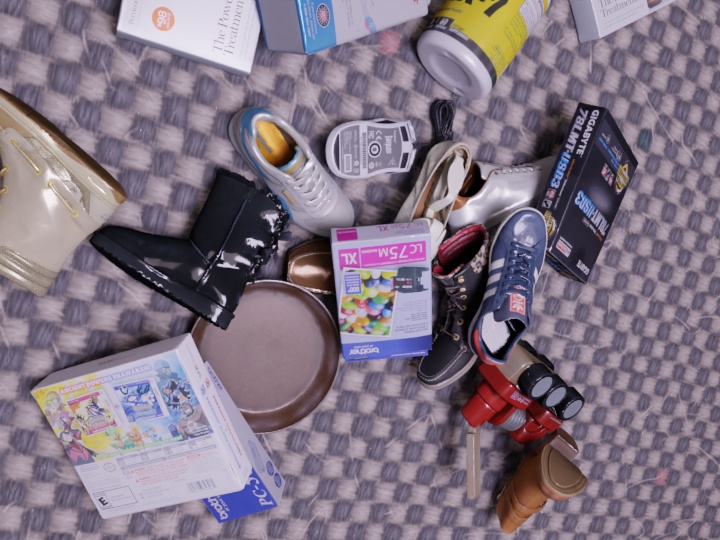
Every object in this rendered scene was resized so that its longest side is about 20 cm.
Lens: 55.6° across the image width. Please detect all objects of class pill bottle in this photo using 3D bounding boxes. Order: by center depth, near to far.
[{"bbox_3d":[0.169,-0.332,0.869,0.114,0.114,0.202,38,84,-24],"label":"pill bottle"}]

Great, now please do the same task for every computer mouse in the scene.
[{"bbox_3d":[0.037,-0.164,0.887,0.196,0.044,0.113,-7,107,-27],"label":"computer mouse"}]

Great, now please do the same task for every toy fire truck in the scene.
[{"bbox_3d":[0.210,0.216,0.978,0.200,0.129,0.175,-47,136,10],"label":"toy fire truck"}]

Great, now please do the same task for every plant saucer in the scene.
[{"bbox_3d":[-0.122,0.107,0.865,0.195,0.032,0.206,-4,105,-14],"label":"plant saucer"}]

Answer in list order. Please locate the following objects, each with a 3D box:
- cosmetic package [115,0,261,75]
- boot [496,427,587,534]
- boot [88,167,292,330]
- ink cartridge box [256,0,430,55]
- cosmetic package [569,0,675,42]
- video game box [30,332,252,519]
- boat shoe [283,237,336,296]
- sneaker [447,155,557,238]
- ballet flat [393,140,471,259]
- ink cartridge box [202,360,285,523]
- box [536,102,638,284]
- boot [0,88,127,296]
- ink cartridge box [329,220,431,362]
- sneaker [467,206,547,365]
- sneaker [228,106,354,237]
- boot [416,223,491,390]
[{"bbox_3d":[-0.174,-0.338,0.751,0.147,0.052,0.205,11,96,-22],"label":"cosmetic package"},{"bbox_3d":[0.251,0.322,0.986,0.073,0.199,0.156,40,106,14],"label":"boot"},{"bbox_3d":[-0.188,-0.044,0.794,0.196,0.073,0.165,30,75,-5],"label":"boot"},{"bbox_3d":[-0.021,-0.341,0.764,0.198,0.084,0.148,-29,123,-33],"label":"ink cartridge box"},{"bbox_3d":[0.382,-0.439,0.975,0.197,0.052,0.154,-29,107,-16],"label":"cosmetic package"},{"bbox_3d":[-0.247,0.182,0.778,0.196,0.047,0.186,-15,111,16],"label":"video game box"},{"bbox_3d":[0.000,0.000,0.882,0.195,0.074,0.078,0,100,-23],"label":"boat shoe"},{"bbox_3d":[0.202,-0.125,0.944,0.197,0.073,0.086,-30,112,-14],"label":"sneaker"},{"bbox_3d":[0.086,-0.074,0.854,0.067,0.062,0.204,25,78,-28],"label":"ballet flat"},{"bbox_3d":[-0.181,0.214,0.838,0.092,0.044,0.203,-20,113,17],"label":"ink cartridge box"},{"bbox_3d":[0.315,-0.100,0.965,0.199,0.049,0.203,25,87,-54],"label":"box"},{"bbox_3d":[-0.368,-0.088,0.713,0.199,0.073,0.156,41,91,-16],"label":"boot"},{"bbox_3d":[0.029,0.040,0.838,0.116,0.042,0.204,-5,124,-2],"label":"ink cartridge box"},{"bbox_3d":[0.191,0.025,0.848,0.073,0.085,0.205,12,102,-4],"label":"sneaker"},{"bbox_3d":[-0.077,-0.111,0.826,0.200,0.080,0.077,44,81,-25],"label":"sneaker"},{"bbox_3d":[0.129,0.048,0.923,0.200,0.073,0.152,-44,134,-14],"label":"boot"}]
